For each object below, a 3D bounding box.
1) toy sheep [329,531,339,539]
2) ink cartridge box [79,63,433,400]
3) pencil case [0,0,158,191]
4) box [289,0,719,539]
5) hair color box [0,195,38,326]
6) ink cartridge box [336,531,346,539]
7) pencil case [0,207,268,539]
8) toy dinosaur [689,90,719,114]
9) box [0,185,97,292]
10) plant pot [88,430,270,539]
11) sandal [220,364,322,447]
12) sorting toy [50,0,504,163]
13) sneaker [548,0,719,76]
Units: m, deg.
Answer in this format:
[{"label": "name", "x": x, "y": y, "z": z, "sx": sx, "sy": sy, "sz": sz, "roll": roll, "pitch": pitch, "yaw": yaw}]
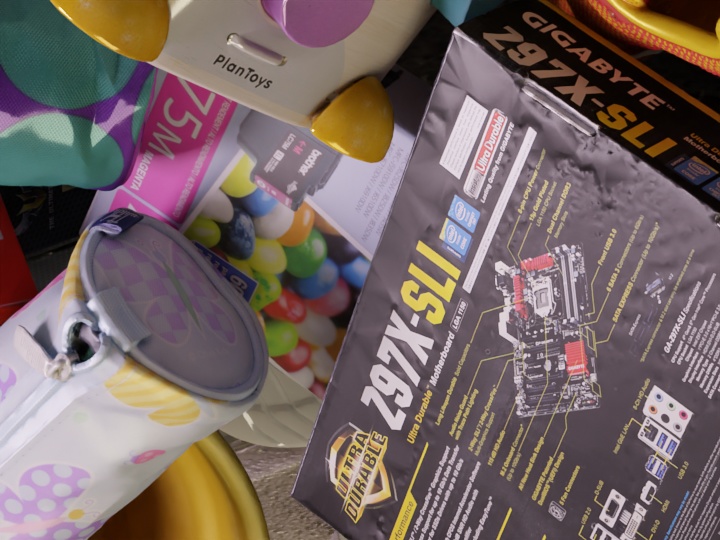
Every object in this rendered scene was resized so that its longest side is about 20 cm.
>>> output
[{"label": "toy sheep", "x": 0.039, "y": 0.185, "z": 1.281, "sx": 0.138, "sy": 0.138, "sz": 0.200, "roll": 5, "pitch": 137, "yaw": -21}, {"label": "ink cartridge box", "x": 0.006, "y": -0.007, "z": 0.802, "sx": 0.200, "sy": 0.042, "sz": 0.119, "roll": 32, "pitch": 127, "yaw": 6}, {"label": "pencil case", "x": -0.167, "y": -0.072, "z": 0.747, "sx": 0.200, "sy": 0.085, "sz": 0.092, "roll": 3, "pitch": -168, "yaw": -19}, {"label": "box", "x": 0.072, "y": 0.040, "z": 0.716, "sx": 0.049, "sy": 0.160, "sz": 0.200, "roll": -26, "pitch": 144, "yaw": -44}, {"label": "hair color box", "x": -0.217, "y": 0.007, "z": 0.869, "sx": 0.200, "sy": 0.102, "sz": 0.061, "roll": -29, "pitch": 169, "yaw": 40}, {"label": "ink cartridge box", "x": 0.084, "y": 0.090, "z": 1.140, "sx": 0.200, "sy": 0.086, "sz": 0.146, "roll": -8, "pitch": 155, "yaw": 2}, {"label": "pencil case", "x": -0.121, "y": 0.068, "z": 0.816, "sx": 0.200, "sy": 0.083, "sz": 0.091, "roll": -43, "pitch": -179, "yaw": 29}, {"label": "toy dinosaur", "x": 0.177, "y": -0.055, "z": 0.914, "sx": 0.200, "sy": 0.105, "sz": 0.181, "roll": 21, "pitch": 176, "yaw": 24}, {"label": "box", "x": -0.033, "y": -0.006, "z": 0.950, "sx": 0.158, "sy": 0.051, "sz": 0.200, "roll": -16, "pitch": 151, "yaw": 21}, {"label": "plant pot", "x": -0.155, "y": 0.116, "z": 1.000, "sx": 0.201, "sy": 0.201, "sz": 0.189, "roll": 2, "pitch": -171, "yaw": -16}, {"label": "sandal", "x": 0.005, "y": 0.006, "z": 0.868, "sx": 0.203, "sy": 0.082, "sz": 0.050, "roll": -37, "pitch": -175, "yaw": 40}, {"label": "sorting toy", "x": 0.003, "y": -0.138, "z": 0.662, "sx": 0.200, "sy": 0.107, "sz": 0.180, "roll": 20, "pitch": 125, "yaw": -43}, {"label": "sneaker", "x": 0.092, "y": -0.099, "z": 0.693, "sx": 0.077, "sy": 0.073, "sz": 0.200, "roll": 23, "pitch": -179, "yaw": -26}]
